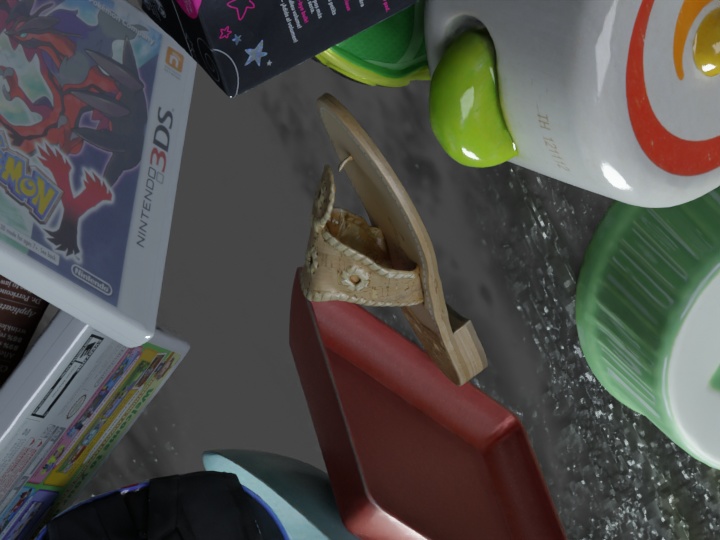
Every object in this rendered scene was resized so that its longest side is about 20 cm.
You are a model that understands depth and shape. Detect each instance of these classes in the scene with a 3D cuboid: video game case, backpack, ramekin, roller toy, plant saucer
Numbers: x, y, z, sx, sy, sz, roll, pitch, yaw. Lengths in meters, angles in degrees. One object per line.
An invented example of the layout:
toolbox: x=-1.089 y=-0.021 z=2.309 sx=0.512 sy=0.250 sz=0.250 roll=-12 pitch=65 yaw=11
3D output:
video game case: x=-0.178 y=0.104 z=1.514 sx=0.200 sy=0.022 sz=0.182 roll=-53 pitch=167 yaw=1
backpack: x=-0.100 y=0.210 z=1.564 sx=0.200 sy=0.154 sz=0.191 roll=-11 pitch=83 yaw=-14
ramekin: x=0.235 y=0.023 z=1.687 sx=0.200 sy=0.098 sz=0.200 roll=-11 pitch=121 yaw=-18
roller toy: x=0.138 y=-0.133 z=1.464 sx=0.182 sy=0.140 sz=0.200 roll=12 pitch=98 yaw=-49
plant saucer: x=-0.006 y=0.161 z=1.605 sx=0.039 sy=0.201 sz=0.201 roll=-45 pitch=127 yaw=-14
video game case: x=-0.168 y=-0.083 z=1.414 sx=0.023 sy=0.183 sz=0.200 roll=-25 pitch=136 yaw=39
plant saucer: x=0.039 y=0.113 z=1.596 sx=0.037 sy=0.200 sz=0.200 roll=-41 pitch=127 yaw=19

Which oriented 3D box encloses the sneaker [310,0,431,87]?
sneaker: x=0.036 y=-0.143 z=1.525 sx=0.200 sy=0.074 sz=0.084 roll=-3 pitch=115 yaw=-36

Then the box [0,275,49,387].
box: x=-0.236 y=0.042 z=1.483 sx=0.100 sy=0.075 sz=0.200 roll=17 pitch=111 yaw=-30

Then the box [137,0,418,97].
box: x=-0.067 y=-0.212 z=1.400 sx=0.115 sy=0.132 sz=0.200 roll=-27 pitch=125 yaw=-12

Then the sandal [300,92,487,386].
sandal: x=0.003 y=0.003 z=1.586 sx=0.070 sy=0.078 sz=0.212 roll=-37 pitch=131 yaw=-9
